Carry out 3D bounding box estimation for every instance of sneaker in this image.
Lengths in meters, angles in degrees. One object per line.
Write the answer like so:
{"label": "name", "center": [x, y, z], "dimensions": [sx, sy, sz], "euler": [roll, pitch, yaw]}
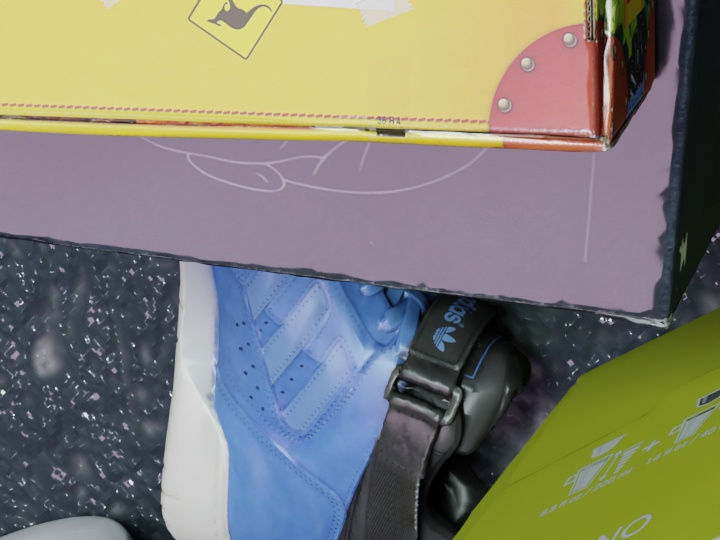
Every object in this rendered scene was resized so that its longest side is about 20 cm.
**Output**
{"label": "sneaker", "center": [0.000, 0.000, 0.872], "dimensions": [0.111, 0.077, 0.201], "euler": [9, 111, 16]}

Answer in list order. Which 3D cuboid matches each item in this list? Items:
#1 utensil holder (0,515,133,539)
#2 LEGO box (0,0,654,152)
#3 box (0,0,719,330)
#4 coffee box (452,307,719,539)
{"label": "utensil holder", "center": [-0.104, 0.212, 0.983], "dimensions": [0.170, 0.170, 0.200], "euler": [-20, 106, 35]}
{"label": "LEGO box", "center": [-0.037, -0.109, 0.643], "dimensions": [0.199, 0.077, 0.150], "euler": [3, 105, 12]}
{"label": "box", "center": [0.000, -0.105, 0.740], "dimensions": [0.196, 0.124, 0.201], "euler": [8, 106, 13]}
{"label": "coffee box", "center": [0.145, 0.115, 0.773], "dimensions": [0.199, 0.200, 0.198], "euler": [-29, 99, 36]}
